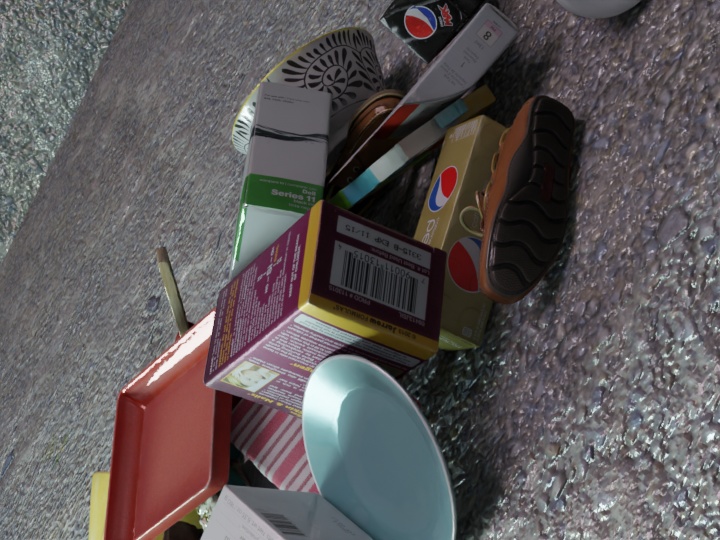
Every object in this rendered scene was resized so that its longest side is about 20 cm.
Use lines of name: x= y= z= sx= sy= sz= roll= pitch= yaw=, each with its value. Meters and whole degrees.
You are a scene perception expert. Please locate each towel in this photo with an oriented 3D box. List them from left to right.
towel: x=-0.042 y=0.138 z=1.466 sx=0.147 sy=0.030 sz=0.200 roll=-50 pitch=37 yaw=-5

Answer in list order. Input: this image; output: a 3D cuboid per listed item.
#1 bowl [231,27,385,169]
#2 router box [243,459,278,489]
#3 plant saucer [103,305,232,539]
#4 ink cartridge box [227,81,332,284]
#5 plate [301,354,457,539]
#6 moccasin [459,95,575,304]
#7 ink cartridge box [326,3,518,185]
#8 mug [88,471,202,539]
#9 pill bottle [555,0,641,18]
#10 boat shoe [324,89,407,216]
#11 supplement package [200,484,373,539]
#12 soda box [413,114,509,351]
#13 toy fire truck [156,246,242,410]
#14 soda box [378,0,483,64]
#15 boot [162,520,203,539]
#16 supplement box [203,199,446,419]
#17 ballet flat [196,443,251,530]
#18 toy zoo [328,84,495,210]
bowl: x=-0.037 y=-0.168 z=1.752 sx=0.094 sy=0.200 sz=0.201 roll=51 pitch=123 yaw=17
router box: x=-0.080 y=0.260 z=1.502 sx=0.179 sy=0.049 sz=0.201 roll=-40 pitch=33 yaw=45
plant saucer: x=-0.182 y=0.166 z=1.528 sx=0.199 sy=0.037 sz=0.201 roll=-39 pitch=40 yaw=39
ink cartridge box: x=-0.083 y=-0.076 z=1.611 sx=0.201 sy=0.082 sz=0.147 roll=-87 pitch=7 yaw=-45
plate: x=0.020 y=0.161 z=1.294 sx=0.200 sy=0.025 sz=0.202 roll=31 pitch=130 yaw=44
moccasin: x=0.133 y=-0.057 z=1.336 sx=0.078 sy=0.073 sz=0.203 roll=-44 pitch=31 yaw=52
ink cartridge box: x=0.058 y=-0.154 z=1.505 sx=0.201 sy=0.057 sz=0.163 roll=-53 pitch=4 yaw=-11
mug: x=-0.241 y=0.301 z=1.667 sx=0.149 sy=0.186 sz=0.155 roll=-3 pitch=70 yaw=42
pill bottle: x=0.193 y=-0.311 z=1.414 sx=0.112 sy=0.111 sz=0.200 roll=-56 pitch=23 yaw=18
boat shoe: x=0.006 y=-0.106 z=1.676 sx=0.200 sy=0.071 sz=0.068 roll=121 pitch=161 yaw=-45
supplement package: x=-0.079 y=0.299 z=1.304 sx=0.121 sy=0.119 sz=0.201 roll=32 pitch=103 yaw=41
soda box: x=0.093 y=-0.033 z=1.403 sx=0.064 sy=0.067 sz=0.202 roll=-14 pitch=54 yaw=62
toy fire truck: x=-0.142 y=0.079 z=1.628 sx=0.130 sy=0.199 sz=0.176 roll=-64 pitch=22 yaw=2
soda box: x=0.078 y=-0.270 z=1.581 sx=0.063 sy=0.071 sz=0.200 roll=-48 pitch=3 yaw=21
boot: x=-0.194 y=0.327 z=1.511 sx=0.072 sy=0.200 sz=0.168 roll=-5 pitch=74 yaw=16
supplement box: x=-0.032 y=0.043 z=1.351 sx=0.200 sy=0.130 sz=0.104 roll=-37 pitch=39 yaw=49
ballet flat: x=-0.148 y=0.210 z=1.550 sx=0.200 sy=0.075 sz=0.064 roll=-117 pitch=49 yaw=-65
toy zoo: x=0.053 y=-0.120 z=1.531 sx=0.131 sy=0.021 sz=0.200 roll=-36 pitch=0 yaw=-34
